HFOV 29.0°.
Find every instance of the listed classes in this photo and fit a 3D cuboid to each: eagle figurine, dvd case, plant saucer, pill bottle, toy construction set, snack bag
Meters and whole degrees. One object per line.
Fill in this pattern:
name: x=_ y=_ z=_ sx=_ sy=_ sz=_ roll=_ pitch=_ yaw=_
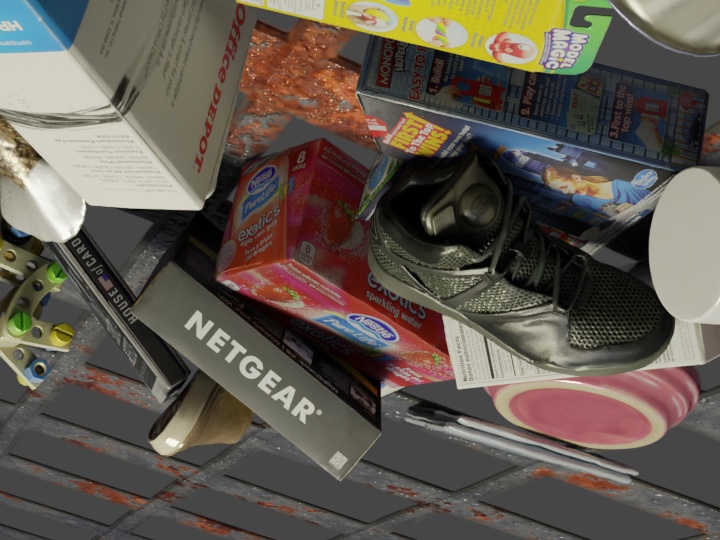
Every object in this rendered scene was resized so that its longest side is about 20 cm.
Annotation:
eagle figurine: x=-0.247 y=-0.115 z=0.862 sx=0.150 sy=0.153 sz=0.199 roll=34 pitch=-167 yaw=33
dvd case: x=-0.203 y=0.012 z=1.081 sx=0.201 sy=0.025 sz=0.150 roll=54 pitch=166 yaw=1
plant saucer: x=0.193 y=0.105 z=1.211 sx=0.197 sy=0.051 sz=0.201 roll=11 pitch=155 yaw=5
pill bottle: x=0.270 y=-0.010 z=0.791 sx=0.197 sy=0.114 sz=0.112 roll=2 pitch=160 yaw=-20
toy construction set: x=-0.325 y=0.002 z=1.163 sx=0.091 sy=0.133 sz=0.199 roll=-11 pitch=146 yaw=41
snack bag: x=0.150 y=0.166 z=1.348 sx=0.186 sy=0.022 sz=0.200 roll=17 pitch=174 yaw=-9

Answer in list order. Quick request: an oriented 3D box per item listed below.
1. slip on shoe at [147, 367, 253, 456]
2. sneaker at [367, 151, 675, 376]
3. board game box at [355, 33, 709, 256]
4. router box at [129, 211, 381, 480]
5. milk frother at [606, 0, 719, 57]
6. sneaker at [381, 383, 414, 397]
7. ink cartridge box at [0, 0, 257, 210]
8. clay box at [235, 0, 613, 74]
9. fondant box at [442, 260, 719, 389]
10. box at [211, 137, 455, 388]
slip on shoe: x=-0.111 y=0.106 z=1.080 sx=0.060 sy=0.076 sz=0.200 roll=39 pitch=-174 yaw=-2
sneaker: x=0.095 y=-0.003 z=0.832 sx=0.197 sy=0.077 sz=0.115 roll=25 pitch=160 yaw=11
board game box: x=0.078 y=-0.078 z=0.869 sx=0.197 sy=0.062 sz=0.200 roll=20 pitch=155 yaw=-12
router box: x=-0.072 y=0.053 z=1.062 sx=0.199 sy=0.052 sz=0.157 roll=40 pitch=-168 yaw=-8
milk frother: x=0.160 y=-0.133 z=0.515 sx=0.198 sy=0.182 sz=0.188 roll=-23 pitch=175 yaw=-32
sneaker: x=-0.024 y=0.071 z=1.215 sx=0.196 sy=0.082 sz=0.116 roll=10 pitch=153 yaw=5
ink cartridge box: x=-0.140 y=-0.143 z=0.739 sx=0.083 sy=0.148 sz=0.200 roll=2 pitch=153 yaw=21
clay box: x=0.036 y=-0.166 z=0.719 sx=0.197 sy=0.048 sz=0.115 roll=13 pitch=155 yaw=0
fondant box: x=0.178 y=0.031 z=0.966 sx=0.198 sy=0.059 sz=0.143 roll=-9 pitch=-176 yaw=42
box: x=0.000 y=0.000 z=1.027 sx=0.095 sy=0.101 sz=0.199 roll=-14 pitch=144 yaw=44
